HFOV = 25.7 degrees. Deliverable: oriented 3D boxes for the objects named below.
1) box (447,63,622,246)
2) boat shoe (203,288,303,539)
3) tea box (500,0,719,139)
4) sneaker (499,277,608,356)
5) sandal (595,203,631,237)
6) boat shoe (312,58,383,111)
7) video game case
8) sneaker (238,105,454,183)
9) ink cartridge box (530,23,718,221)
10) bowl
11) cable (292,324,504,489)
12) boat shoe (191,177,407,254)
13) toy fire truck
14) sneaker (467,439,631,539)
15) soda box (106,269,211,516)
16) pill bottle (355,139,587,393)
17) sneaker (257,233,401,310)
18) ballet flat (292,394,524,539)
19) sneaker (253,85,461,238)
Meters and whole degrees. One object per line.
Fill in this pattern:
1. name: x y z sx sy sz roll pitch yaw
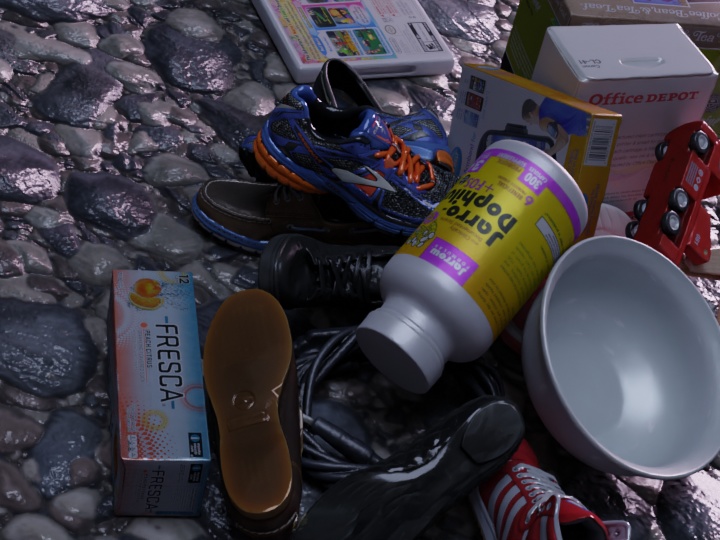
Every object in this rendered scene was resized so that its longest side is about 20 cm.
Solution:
1. box: 0.135 -0.104 1.372 0.041 0.121 0.199 -2 20 -38
2. boat shoe: -0.078 0.111 1.177 0.069 0.071 0.202 -7 53 5
3. tea box: 0.254 -0.197 1.545 0.197 0.198 0.135 2 41 -15
4. sneaker: 0.219 0.027 1.364 0.197 0.087 0.074 -5 45 -23
5. sandal: 0.163 -0.017 1.416 0.201 0.084 0.050 -13 21 -30
6. boat shoe: 0.005 -0.125 1.494 0.068 0.057 0.201 -12 47 -28
7. video game case: -0.018 -0.271 1.681 0.180 0.024 0.201 -7 46 -23
8. sneaker: -0.012 -0.108 1.428 0.197 0.076 0.079 1 55 6
9. ink cartridge box: 0.220 -0.119 1.443 0.146 0.202 0.086 -5 43 -22
10. bowl: 0.199 0.082 1.268 0.199 0.090 0.204 15 60 -27
11. cable: 0.028 0.105 1.246 0.197 0.051 0.164 -1 43 -19
12. boat shoe: -0.049 -0.056 1.387 0.197 0.073 0.073 12 40 -4
13. toy fire truck: 0.294 -0.013 1.369 0.141 0.048 0.201 42 56 -25
14. sneaker: 0.135 0.171 1.145 0.071 0.113 0.202 20 39 -22
15. soda box: -0.156 0.089 1.197 0.067 0.064 0.201 3 43 -13
16. pill bottle: 0.085 -0.001 1.239 0.104 0.105 0.200 33 67 20
17. sneaker: 0.000 0.003 1.292 0.103 0.061 0.199 3 0 22
18. ballet flat: 0.038 0.161 1.155 0.199 0.057 0.067 -31 80 -10
19. sneaker: 0.009 -0.091 1.319 0.198 0.079 0.076 20 38 -3
